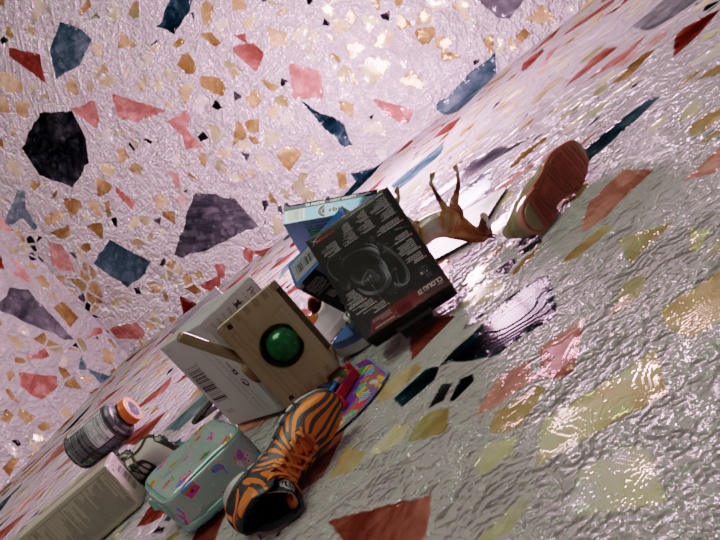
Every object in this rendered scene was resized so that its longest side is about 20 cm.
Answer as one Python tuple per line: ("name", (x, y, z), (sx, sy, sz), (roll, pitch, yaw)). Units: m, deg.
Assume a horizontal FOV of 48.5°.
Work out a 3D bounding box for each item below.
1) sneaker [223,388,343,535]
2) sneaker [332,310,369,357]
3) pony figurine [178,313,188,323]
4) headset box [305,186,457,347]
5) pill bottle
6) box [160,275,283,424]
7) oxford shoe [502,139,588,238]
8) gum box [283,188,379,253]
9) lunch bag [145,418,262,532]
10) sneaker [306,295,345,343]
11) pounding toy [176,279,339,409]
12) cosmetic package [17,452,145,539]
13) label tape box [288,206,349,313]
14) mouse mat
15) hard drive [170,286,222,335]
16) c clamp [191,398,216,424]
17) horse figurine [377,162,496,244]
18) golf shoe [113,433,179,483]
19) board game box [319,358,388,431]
("sneaker", (-0.079, 0.236, 0.956), (0.200, 0.078, 0.112), (-53, 17, -9))
("sneaker", (0.001, 0.029, 1.285), (0.200, 0.147, 0.081), (-38, 11, 9))
("pony figurine", (-0.324, 0.149, 1.957), (0.193, 0.167, 0.200), (-26, 1, 26))
("headset box", (0.036, 0.004, 1.176), (0.149, 0.200, 0.077), (-34, -19, 5))
("pill bottle", (-0.662, 0.415, 2.073), (0.200, 0.106, 0.106), (-38, 11, 7))
("box", (-0.206, 0.143, 1.375), (0.131, 0.199, 0.200), (-49, 12, -35))
("oxford shoe", (0.272, -0.123, 1.193), (0.200, 0.071, 0.074), (-46, 10, -30))
("gum box", (-0.025, -0.053, 1.420), (0.170, 0.200, 0.045), (-9, 56, 11))
("lunch bag", (-0.235, 0.301, 1.178), (0.160, 0.077, 0.200), (-46, 12, -21))
("sneaker", (-0.044, 0.052, 1.478), (0.073, 0.085, 0.200), (-56, -3, 41))
("pounding toy", (-0.143, 0.110, 1.178), (0.142, 0.184, 0.200), (-41, 4, -1))
("cosmetic package", (-0.500, 0.440, 1.445), (0.200, 0.103, 0.087), (-39, 9, -4))
("label tape box", (0.000, 0.000, 1.363), (0.144, 0.200, 0.063), (-47, 39, 18))
("mouse mat", (0.183, -0.076, 1.467), (0.161, 0.008, 0.200), (-30, 14, 41))
("hard drive", (-0.244, 0.142, 1.510), (0.025, 0.200, 0.132), (-39, 8, 46))
("c clamp", (-0.255, 0.223, 1.566), (0.171, 0.027, 0.200), (-48, -4, 21))
("horse figurine", (0.105, -0.086, 1.296), (0.200, 0.133, 0.050), (-18, 13, 9))
("golf shoe", (-0.419, 0.380, 1.531), (0.200, 0.078, 0.095), (-34, 30, 36))
("board game box", (-0.044, 0.173, 1.136), (0.158, 0.039, 0.200), (-41, 11, -7))
